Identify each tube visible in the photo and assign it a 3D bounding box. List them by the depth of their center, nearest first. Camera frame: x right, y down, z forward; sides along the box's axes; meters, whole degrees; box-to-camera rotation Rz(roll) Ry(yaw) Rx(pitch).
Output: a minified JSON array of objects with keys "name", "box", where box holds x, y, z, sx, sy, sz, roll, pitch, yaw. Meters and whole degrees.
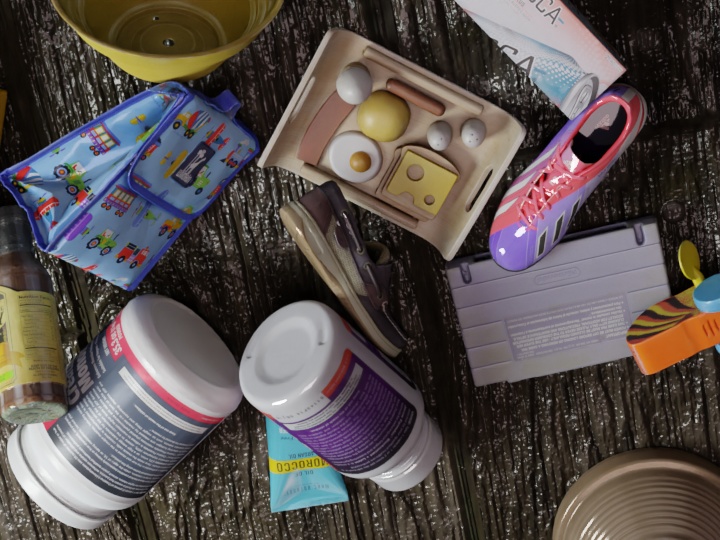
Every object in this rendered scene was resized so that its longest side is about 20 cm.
[{"name":"tube","box":[-0.062,0.143,1.551,0.077,0.050,0.201,-6,115,3]}]

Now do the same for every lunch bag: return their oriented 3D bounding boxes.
[{"name":"lunch bag","box":[-0.186,-0.092,1.411,0.200,0.151,0.094,-39,65,9]}]

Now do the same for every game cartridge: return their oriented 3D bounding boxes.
[{"name":"game cartridge","box":[0.190,0.031,1.501,0.199,0.038,0.130,-12,114,7]}]

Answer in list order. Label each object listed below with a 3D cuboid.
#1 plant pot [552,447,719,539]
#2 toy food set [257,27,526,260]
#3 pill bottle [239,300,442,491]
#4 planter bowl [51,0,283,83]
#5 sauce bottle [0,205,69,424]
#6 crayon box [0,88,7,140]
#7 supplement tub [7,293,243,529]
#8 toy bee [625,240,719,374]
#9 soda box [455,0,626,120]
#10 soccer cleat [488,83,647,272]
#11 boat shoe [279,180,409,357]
[{"name":"plant pot","box":[0.288,0.281,1.559,0.200,0.093,0.202,1,110,3]},{"name":"toy food set","box":[0.028,-0.111,1.439,0.200,0.060,0.144,27,110,-7]},{"name":"pill bottle","box":[-0.011,0.123,1.477,0.111,0.112,0.200,-35,131,14]},{"name":"planter bowl","box":[-0.163,-0.220,1.365,0.200,0.201,0.084,7,140,0]},{"name":"sauce bottle","box":[-0.308,0.039,1.461,0.065,0.065,0.201,-17,67,9]},{"name":"crayon box","box":[-0.379,-0.098,1.412,0.051,0.127,0.201,16,103,28]},{"name":"supplement tub","box":[-0.220,0.132,1.502,0.140,0.140,0.200,43,107,-12]},{"name":"toy bee","box":[0.340,0.030,1.454,0.199,0.109,0.131,-2,116,9]},{"name":"soda box","box":[0.138,-0.227,1.388,0.200,0.064,0.068,44,107,-12]},{"name":"soccer cleat","box":[0.178,-0.082,1.425,0.068,0.073,0.200,40,104,7]},{"name":"boat shoe","box":[0.000,0.000,1.462,0.065,0.072,0.200,-37,124,-2]}]
